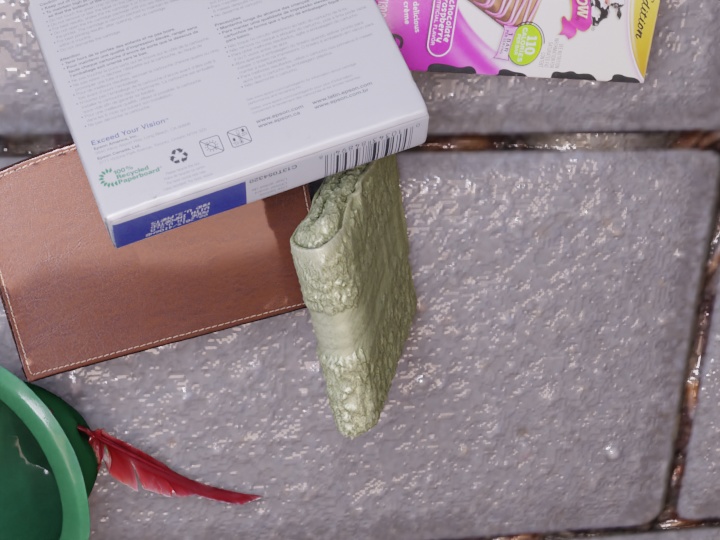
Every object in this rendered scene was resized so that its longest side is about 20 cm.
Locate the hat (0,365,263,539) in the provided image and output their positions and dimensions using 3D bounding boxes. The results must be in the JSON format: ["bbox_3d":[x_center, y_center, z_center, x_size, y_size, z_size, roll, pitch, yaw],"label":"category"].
[{"bbox_3d":[-0.199,0.106,1.037,0.164,0.176,0.202,4,116,31],"label":"hat"}]

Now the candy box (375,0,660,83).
[{"bbox_3d":[0.094,-0.196,0.954,0.198,0.061,0.138,0,114,-15],"label":"candy box"}]

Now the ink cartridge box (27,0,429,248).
[{"bbox_3d":[-0.086,-0.132,0.882,0.194,0.201,0.043,-19,154,-11],"label":"ink cartridge box"}]

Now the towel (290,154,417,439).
[{"bbox_3d":[0.000,0.000,0.951,0.036,0.200,0.150,-5,116,13],"label":"towel"}]

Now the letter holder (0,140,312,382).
[{"bbox_3d":[-0.135,-0.037,0.948,0.198,0.101,0.144,-15,115,-8],"label":"letter holder"}]
